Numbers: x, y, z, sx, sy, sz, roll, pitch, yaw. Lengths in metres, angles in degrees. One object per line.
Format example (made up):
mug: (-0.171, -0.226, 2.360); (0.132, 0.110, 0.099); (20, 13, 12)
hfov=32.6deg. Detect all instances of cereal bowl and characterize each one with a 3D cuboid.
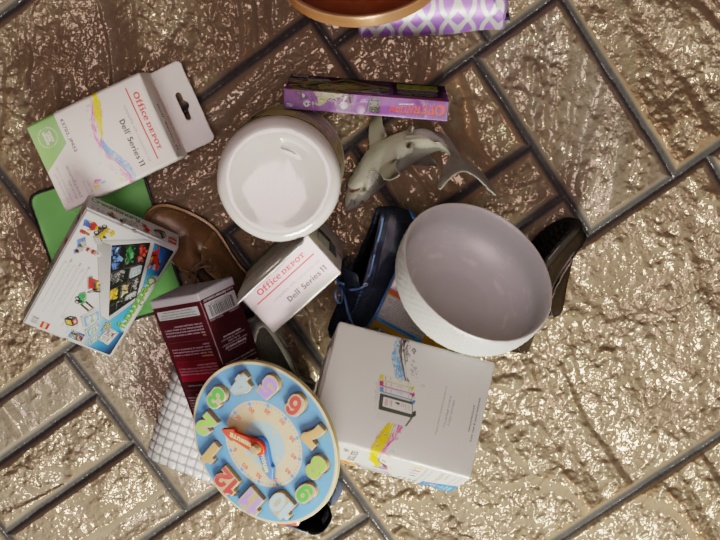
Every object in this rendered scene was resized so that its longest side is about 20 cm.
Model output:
cereal bowl: (0.129, 0.022, 1.500); (0.198, 0.201, 0.084); (26, 139, -5)

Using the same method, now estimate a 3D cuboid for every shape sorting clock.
shape sorting clock: (-0.113, 0.201, 1.429); (0.198, 0.039, 0.202); (12, 114, 28)

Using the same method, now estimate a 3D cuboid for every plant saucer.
plant saucer: (0.004, -0.353, 1.453); (0.198, 0.202, 0.033); (-4, 141, 2)

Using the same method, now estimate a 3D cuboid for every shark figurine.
shark figurine: (0.079, -0.139, 1.534); (0.089, 0.213, 0.130); (23, 71, -41)

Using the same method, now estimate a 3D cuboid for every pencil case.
pencil case: (0.086, -0.332, 1.499); (0.197, 0.084, 0.086); (-3, 65, -1)

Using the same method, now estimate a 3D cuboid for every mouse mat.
mouse mat: (-0.331, -0.027, 1.613); (0.159, 0.008, 0.202); (-16, 101, 4)

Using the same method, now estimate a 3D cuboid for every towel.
towel: (-0.165, 0.194, 1.622); (0.198, 0.086, 0.167); (19, 95, -8)

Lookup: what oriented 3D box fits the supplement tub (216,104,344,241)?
supplement tub: (-0.092, -0.124, 1.487); (0.143, 0.200, 0.147); (0, 103, 1)

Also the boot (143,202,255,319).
boot: (-0.200, -0.009, 1.580); (0.200, 0.076, 0.074); (43, 102, -8)

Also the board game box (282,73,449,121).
board game box: (0.007, -0.213, 1.506); (0.197, 0.120, 0.033); (5, 103, 0)

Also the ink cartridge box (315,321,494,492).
ink cartridge box: (0.042, 0.169, 1.504); (0.198, 0.147, 0.146); (15, 73, -2)

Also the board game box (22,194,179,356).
board game box: (-0.330, 0.011, 1.562); (0.125, 0.035, 0.201); (24, 120, -22)

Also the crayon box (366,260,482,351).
crayon box: (0.074, 0.074, 1.606); (0.125, 0.052, 0.201); (27, 101, -5)

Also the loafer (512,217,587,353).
loafer: (0.235, 0.023, 1.589); (0.071, 0.073, 0.201); (28, 107, -15)

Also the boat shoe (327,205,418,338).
boat shoe: (0.000, 0.000, 1.571); (0.068, 0.084, 0.202); (18, 107, -29)

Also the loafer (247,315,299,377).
loafer: (-0.107, 0.155, 1.545); (0.069, 0.070, 0.202); (-16, 99, -4)

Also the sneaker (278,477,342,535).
sneaker: (-0.060, 0.303, 1.586); (0.084, 0.199, 0.076); (28, 98, 26)

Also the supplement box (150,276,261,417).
supplement box: (-0.175, 0.116, 1.509); (0.108, 0.061, 0.202); (-8, 103, 48)

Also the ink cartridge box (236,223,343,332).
ink cartridge box: (-0.084, 0.003, 1.516); (0.117, 0.200, 0.067); (-41, 99, 10)

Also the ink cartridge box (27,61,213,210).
ink cartridge box: (-0.297, -0.170, 1.537); (0.198, 0.067, 0.118); (-25, 97, 6)
